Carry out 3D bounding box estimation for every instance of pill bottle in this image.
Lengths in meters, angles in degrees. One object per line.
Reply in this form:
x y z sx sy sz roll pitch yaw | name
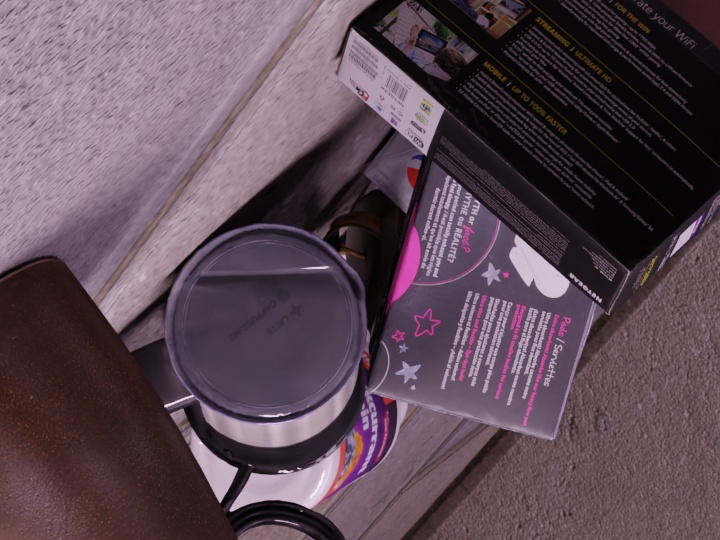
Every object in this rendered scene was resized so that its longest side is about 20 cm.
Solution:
-0.036 0.108 2.030 0.111 0.111 0.200 -48 171 21 | pill bottle

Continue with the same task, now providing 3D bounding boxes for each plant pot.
-0.142 0.129 1.347 0.187 0.200 0.187 -44 171 -9 | plant pot

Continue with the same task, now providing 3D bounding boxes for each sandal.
0.000 0.000 1.775 0.200 0.054 0.082 -100 -161 -68 | sandal

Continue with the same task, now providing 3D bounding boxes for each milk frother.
-0.050 0.101 1.653 0.180 0.200 0.188 -40 170 -8 | milk frother

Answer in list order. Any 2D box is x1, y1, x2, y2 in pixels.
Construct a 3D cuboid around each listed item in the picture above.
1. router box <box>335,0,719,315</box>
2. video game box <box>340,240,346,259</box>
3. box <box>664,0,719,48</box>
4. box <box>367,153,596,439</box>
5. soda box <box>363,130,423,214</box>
0.110 -0.093 1.487 0.149 0.200 0.051 -40 165 -28 | router box
0.104 -0.036 1.925 0.182 0.047 0.200 -6 -160 39 | video game box
0.287 -0.174 2.057 0.200 0.164 0.166 -46 172 7 | box
0.084 -0.022 1.604 0.132 0.115 0.200 -84 -169 -79 | box
0.084 -0.087 1.835 0.063 0.068 0.200 -52 170 30 | soda box
